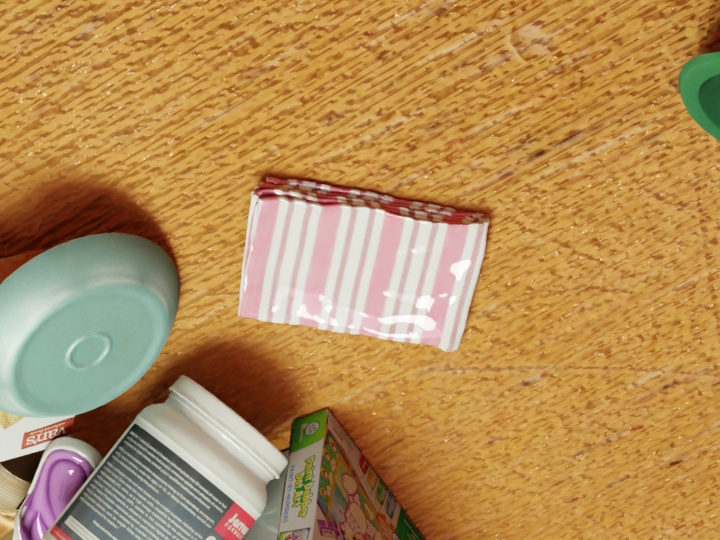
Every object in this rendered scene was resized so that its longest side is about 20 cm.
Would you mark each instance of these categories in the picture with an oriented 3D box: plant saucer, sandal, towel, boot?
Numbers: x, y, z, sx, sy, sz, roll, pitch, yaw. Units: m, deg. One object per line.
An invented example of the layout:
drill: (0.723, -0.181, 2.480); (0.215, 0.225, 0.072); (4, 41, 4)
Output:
plant saucer: (-0.233, 0.057, 1.574); (0.199, 0.036, 0.201); (-24, 142, -20)
sandal: (-0.281, 0.240, 1.706); (0.082, 0.050, 0.204); (16, 120, 8)
towel: (0.000, 0.000, 1.574); (0.198, 0.030, 0.147); (10, 130, -1)
boot: (-0.302, 0.259, 1.798); (0.199, 0.074, 0.155); (36, 125, -7)

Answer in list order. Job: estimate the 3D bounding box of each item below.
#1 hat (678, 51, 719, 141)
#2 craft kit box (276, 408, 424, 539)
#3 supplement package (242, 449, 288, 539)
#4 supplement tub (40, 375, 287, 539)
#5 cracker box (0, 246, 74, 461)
hat: (0.350, -0.184, 1.389); (0.165, 0.177, 0.200); (32, 163, -21)
craft kit box: (-0.006, 0.261, 1.678); (0.048, 0.198, 0.201); (-20, 125, 23)
supplement package: (-0.059, 0.287, 1.756); (0.120, 0.120, 0.200); (-23, 123, 22)
supplement tub: (-0.170, 0.208, 1.638); (0.140, 0.140, 0.201); (43, 80, -25)
cracker box: (-0.306, 0.079, 1.616); (0.133, 0.058, 0.201); (-15, 140, -33)
